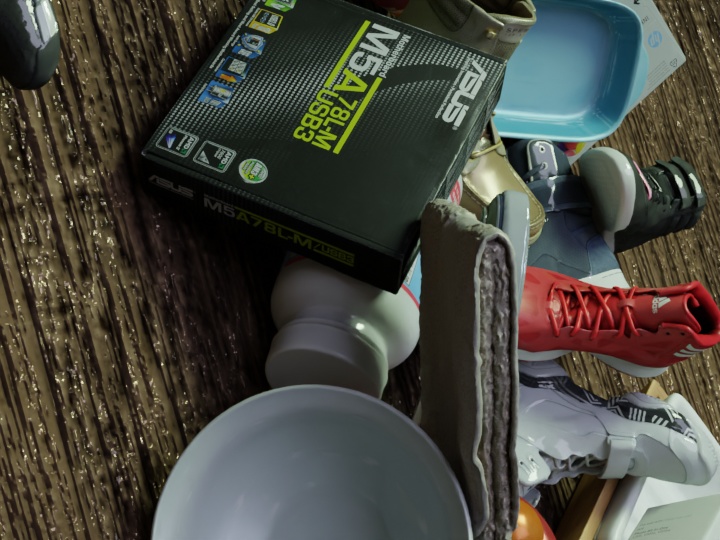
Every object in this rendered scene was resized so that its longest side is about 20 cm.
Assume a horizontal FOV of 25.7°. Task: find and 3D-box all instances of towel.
[{"bbox_3d":[0.064,0.062,0.977,0.034,0.133,0.202,-5,103,-13],"label":"towel"}]

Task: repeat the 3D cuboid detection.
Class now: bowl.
[{"bbox_3d":[-0.025,0.177,0.987,0.090,0.199,0.203,53,26,-75],"label":"bowl"}]

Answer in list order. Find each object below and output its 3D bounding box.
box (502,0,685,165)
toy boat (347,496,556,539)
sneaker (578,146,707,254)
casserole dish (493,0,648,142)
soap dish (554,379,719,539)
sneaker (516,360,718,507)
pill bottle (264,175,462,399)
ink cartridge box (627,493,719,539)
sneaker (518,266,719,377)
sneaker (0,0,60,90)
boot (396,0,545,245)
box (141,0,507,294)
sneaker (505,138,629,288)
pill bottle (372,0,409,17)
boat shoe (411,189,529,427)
[{"bbox_3d":[0.168,-0.206,1.332,0.156,0.041,0.200,-42,119,-4],"label":"box"},{"bbox_3d":[0.073,0.191,1.088,0.199,0.130,0.132,26,57,-36],"label":"toy boat"},{"bbox_3d":[0.240,-0.071,1.319,0.200,0.098,0.071,67,0,-74],"label":"sneaker"},{"bbox_3d":[0.142,-0.171,1.290,0.198,0.039,0.122,2,109,-24],"label":"casserole dish"},{"bbox_3d":[0.239,0.214,1.285,0.158,0.081,0.200,52,45,-16],"label":"soap dish"},{"bbox_3d":[0.165,0.143,1.200,0.198,0.075,0.115,23,58,12],"label":"sneaker"},{"bbox_3d":[0.000,0.000,1.111,0.109,0.108,0.201,40,50,-27],"label":"pill bottle"},{"bbox_3d":[0.233,0.280,1.132,0.146,0.087,0.200,59,42,-12],"label":"ink cartridge box"},{"bbox_3d":[0.180,0.024,1.161,0.198,0.115,0.079,8,69,-27],"label":"sneaker"},{"bbox_3d":[-0.270,-0.188,0.950,0.115,0.075,0.201,-22,79,-43],"label":"sneaker"},{"bbox_3d":[0.091,-0.129,1.184,0.200,0.155,0.072,48,41,12],"label":"boot"},{"bbox_3d":[-0.021,-0.100,1.086,0.191,0.048,0.201,21,54,13],"label":"box"},{"bbox_3d":[0.119,-0.027,1.270,0.201,0.077,0.148,-12,78,-44],"label":"sneaker"},{"bbox_3d":[-0.006,-0.287,1.221,0.199,0.114,0.115,27,55,-35],"label":"pill bottle"},{"bbox_3d":[0.076,0.041,1.104,0.072,0.061,0.202,-65,166,-82],"label":"boat shoe"}]
